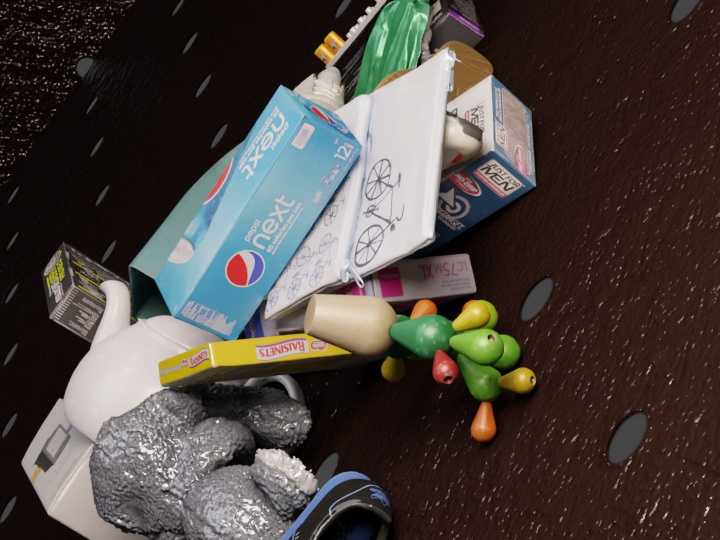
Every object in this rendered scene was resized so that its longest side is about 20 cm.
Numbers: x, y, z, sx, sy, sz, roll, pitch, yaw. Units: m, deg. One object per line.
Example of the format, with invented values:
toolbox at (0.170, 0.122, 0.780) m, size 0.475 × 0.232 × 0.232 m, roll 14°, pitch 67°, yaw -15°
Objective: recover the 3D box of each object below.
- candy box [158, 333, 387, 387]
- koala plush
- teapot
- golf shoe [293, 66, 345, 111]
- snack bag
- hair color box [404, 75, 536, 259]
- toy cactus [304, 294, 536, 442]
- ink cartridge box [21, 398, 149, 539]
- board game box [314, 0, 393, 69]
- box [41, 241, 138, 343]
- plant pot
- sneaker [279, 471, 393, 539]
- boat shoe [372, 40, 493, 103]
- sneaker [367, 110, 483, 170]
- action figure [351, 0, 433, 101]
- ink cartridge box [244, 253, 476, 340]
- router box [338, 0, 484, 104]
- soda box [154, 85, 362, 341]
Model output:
candy box at (-0.059, 0.071, 1.658) m, size 0.102 × 0.200 × 0.026 m, roll -18°, pitch 78°, yaw 57°
koala plush at (-0.112, 0.196, 1.628) m, size 0.200 × 0.184 × 0.178 m, roll 37°, pitch 106°, yaw 51°
teapot at (-0.167, 0.110, 1.833) m, size 0.146 × 0.200 × 0.197 m, roll -62°, pitch 14°, yaw 1°
golf shoe at (-0.049, -0.165, 1.961) m, size 0.097 × 0.078 × 0.200 m, roll -66°, pitch 9°, yaw -8°
snack bag at (-0.002, -0.068, 1.589) m, size 0.200 × 0.021 × 0.189 m, roll -25°, pitch 47°, yaw 43°
hair color box at (0.056, -0.072, 1.712) m, size 0.200 × 0.061 × 0.100 m, roll -33°, pitch 36°, yaw 30°
toy cactus at (0.038, 0.058, 1.484) m, size 0.200 × 0.165 × 0.102 m, roll -140°, pitch 64°, yaw -75°
ink cartridge box at (-0.235, 0.211, 1.900) m, size 0.086 × 0.148 × 0.200 m, roll -57°, pitch 18°, yaw -3°
board game box at (0.049, -0.316, 2.031) m, size 0.200 × 0.026 × 0.200 m, roll -51°, pitch 3°, yaw -39°
box at (-0.234, 0.058, 2.053) m, size 0.044 × 0.200 × 0.160 m, roll -54°, pitch 20°, yaw 8°
plant pot at (-0.113, -0.023, 1.940) m, size 0.200 × 0.141 × 0.141 m, roll -58°, pitch -8°, yaw -21°
sneaker at (-0.045, 0.245, 1.511) m, size 0.200 × 0.070 × 0.078 m, roll -57°, pitch 14°, yaw 0°
boat shoe at (0.058, -0.148, 1.825) m, size 0.200 × 0.074 × 0.069 m, roll -36°, pitch -19°, yaw -52°
sneaker at (0.025, -0.070, 1.641) m, size 0.200 × 0.070 × 0.094 m, roll -13°, pitch 62°, yaw 46°
action figure at (0.036, -0.191, 1.927) m, size 0.118 × 0.055 × 0.200 m, roll 17°, pitch 94°, yaw 51°
ink cartridge box at (-0.013, 0.029, 1.663) m, size 0.200 × 0.119 × 0.042 m, roll -17°, pitch 81°, yaw 46°
router box at (0.040, -0.212, 2.042) m, size 0.200 × 0.051 × 0.149 m, roll -48°, pitch 23°, yaw 23°
soda box at (-0.085, -0.045, 1.612) m, size 0.200 × 0.064 × 0.068 m, roll -55°, pitch 32°, yaw 13°
